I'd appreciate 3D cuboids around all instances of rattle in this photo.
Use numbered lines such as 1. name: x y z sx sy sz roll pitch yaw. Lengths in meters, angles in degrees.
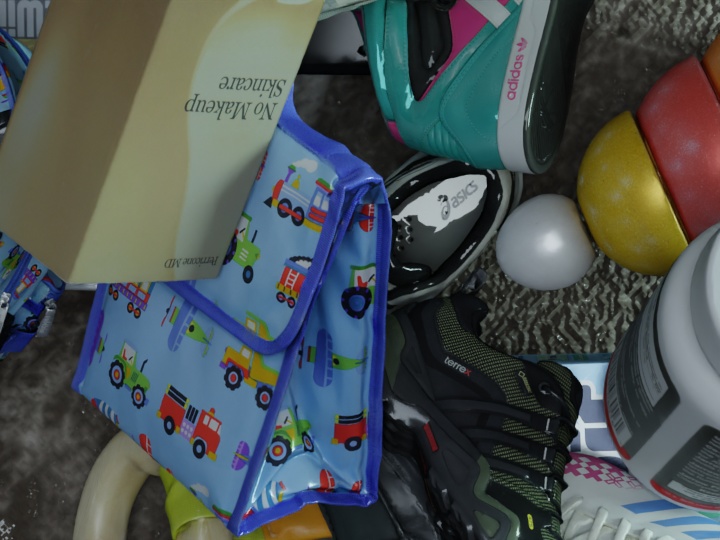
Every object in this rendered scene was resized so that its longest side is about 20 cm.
1. rattle: -0.096 0.174 1.257 0.130 0.142 0.201 35 113 32

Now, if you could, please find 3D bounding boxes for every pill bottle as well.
1. pill bottle: 0.187 0.039 1.098 0.113 0.200 0.115 2 72 -5

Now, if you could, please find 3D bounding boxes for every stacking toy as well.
1. stacking toy: 0.160 -0.047 1.178 0.199 0.146 0.147 -22 93 9

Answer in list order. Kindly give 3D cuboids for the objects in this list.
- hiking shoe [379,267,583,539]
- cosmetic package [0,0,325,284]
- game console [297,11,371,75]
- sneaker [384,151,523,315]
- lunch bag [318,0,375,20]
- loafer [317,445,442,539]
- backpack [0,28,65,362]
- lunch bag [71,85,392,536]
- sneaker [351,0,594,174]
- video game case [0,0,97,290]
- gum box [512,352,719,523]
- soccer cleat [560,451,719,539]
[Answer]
1. hiking shoe: 0.077 0.092 1.137 0.100 0.076 0.201 -28 74 -12
2. cosmetic package: -0.084 -0.098 1.033 0.071 0.105 0.201 35 114 33
3. game console: -0.063 -0.194 1.234 0.198 0.031 0.179 1 100 3
4. sneaker: 0.000 0.000 1.212 0.200 0.088 0.076 -44 93 6
5. lunch bag: -0.040 -0.202 1.130 0.198 0.139 0.169 -15 98 13
6. loafer: 0.023 0.160 1.179 0.070 0.068 0.201 -29 84 -36
7. backpack: -0.217 -0.042 1.151 0.200 0.134 0.183 -48 60 23
8. lunch bag: -0.052 -0.001 1.122 0.093 0.150 0.202 -9 121 -38
9. sneaker: 0.055 -0.138 1.192 0.120 0.084 0.201 4 57 22
10. video game case: -0.134 -0.090 1.231 0.141 0.017 0.202 1 100 2
11. gum box: 0.125 0.130 1.236 0.198 0.045 0.172 -2 94 2
12. soccer cleat: 0.141 0.142 1.170 0.198 0.086 0.070 19 95 2
